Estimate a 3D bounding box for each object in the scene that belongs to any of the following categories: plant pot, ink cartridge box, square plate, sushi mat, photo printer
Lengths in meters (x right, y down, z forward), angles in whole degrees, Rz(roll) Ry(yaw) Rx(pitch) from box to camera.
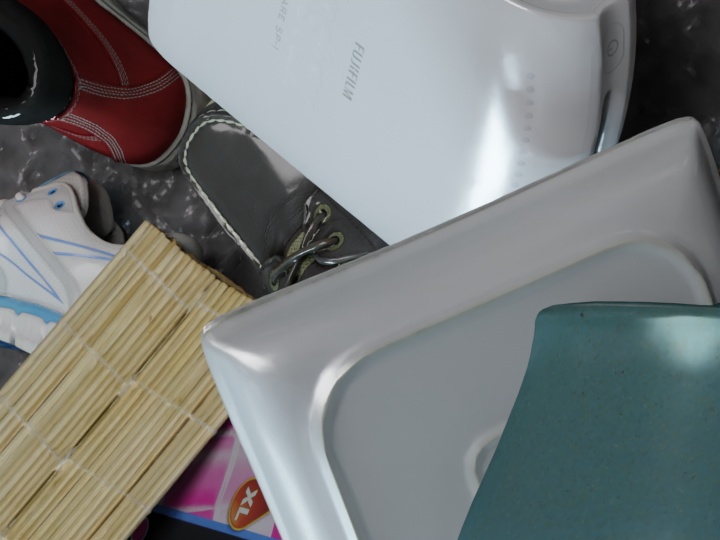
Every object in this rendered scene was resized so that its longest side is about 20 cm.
[{"bbox_3d":[0.115,0.109,0.845,0.199,0.200,0.189,1,83,30],"label":"plant pot"},{"bbox_3d":[-0.037,0.109,1.032,0.200,0.037,0.095,7,71,56],"label":"ink cartridge box"},{"bbox_3d":[0.067,0.073,0.930,0.197,0.028,0.201,-23,106,-8],"label":"square plate"},{"bbox_3d":[-0.120,0.076,1.072,0.096,0.012,0.200,35,80,27],"label":"sushi mat"},{"bbox_3d":[0.013,-0.095,0.975,0.200,0.069,0.167,40,144,19],"label":"photo printer"}]

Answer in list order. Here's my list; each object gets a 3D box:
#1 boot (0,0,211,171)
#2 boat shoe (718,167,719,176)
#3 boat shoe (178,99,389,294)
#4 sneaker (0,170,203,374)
[{"bbox_3d":[-0.175,-0.115,1.141,0.200,0.144,0.073,34,102,33],"label":"boot"},{"bbox_3d":[0.167,-0.023,0.981,0.200,0.076,0.072,-44,30,27],"label":"boat shoe"},{"bbox_3d":[0.000,0.001,1.040,0.201,0.066,0.072,41,122,12],"label":"boat shoe"},{"bbox_3d":[-0.153,-0.007,1.162,0.199,0.075,0.087,16,84,22],"label":"sneaker"}]
